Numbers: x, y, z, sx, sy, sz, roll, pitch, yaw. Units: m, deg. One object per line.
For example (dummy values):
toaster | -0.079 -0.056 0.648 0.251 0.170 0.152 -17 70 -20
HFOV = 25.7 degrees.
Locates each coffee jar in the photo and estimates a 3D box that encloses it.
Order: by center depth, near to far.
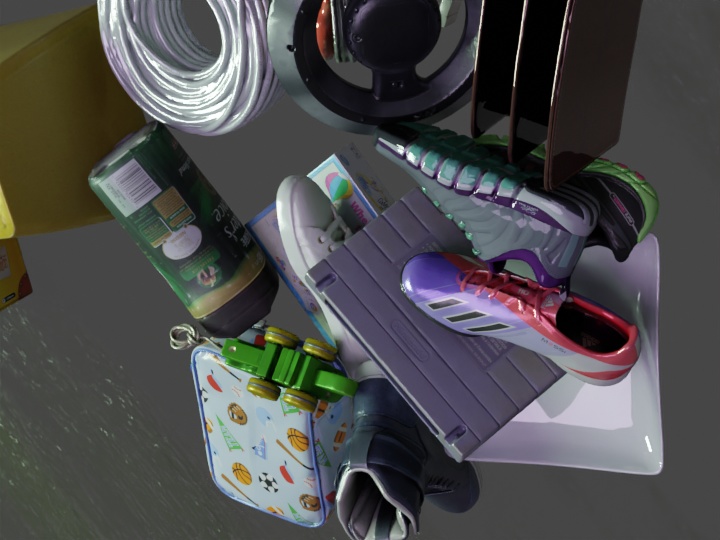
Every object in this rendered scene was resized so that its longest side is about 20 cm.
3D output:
coffee jar | -0.156 -0.034 1.437 0.085 0.104 0.200 -35 106 5

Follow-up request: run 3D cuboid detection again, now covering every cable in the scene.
cable | -0.032 -0.240 1.256 0.050 0.097 0.200 -11 145 -4
cable | -0.143 -0.219 1.376 0.199 0.069 0.201 8 118 36

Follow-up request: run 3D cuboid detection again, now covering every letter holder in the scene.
letter holder | 0.137 -0.178 1.175 0.100 0.142 0.201 19 121 24

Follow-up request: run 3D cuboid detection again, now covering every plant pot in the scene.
plant pot | -0.333 -0.119 1.483 0.199 0.176 0.201 -5 109 33

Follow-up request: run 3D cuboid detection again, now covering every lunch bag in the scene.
lunch bag | -0.085 0.141 1.501 0.160 0.076 0.201 18 129 29

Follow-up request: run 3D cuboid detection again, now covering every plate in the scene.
plate | 0.160 0.064 1.321 0.199 0.032 0.201 1 99 28

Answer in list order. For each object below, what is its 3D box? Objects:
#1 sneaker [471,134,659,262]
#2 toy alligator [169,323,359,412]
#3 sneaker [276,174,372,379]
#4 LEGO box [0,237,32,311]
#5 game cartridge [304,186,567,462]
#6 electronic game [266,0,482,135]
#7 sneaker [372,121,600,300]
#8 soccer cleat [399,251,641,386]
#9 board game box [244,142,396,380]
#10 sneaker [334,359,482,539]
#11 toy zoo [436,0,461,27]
sneaker | 0.136 -0.054 1.263 0.199 0.084 0.077 12 160 29
toy alligator | -0.078 0.084 1.392 0.199 0.054 0.060 14 77 31
sneaker | 0.000 0.000 1.355 0.084 0.073 0.201 -12 117 33
LEGO box | -0.439 -0.008 1.589 0.077 0.200 0.150 -1 111 32
game cartridge | 0.065 0.041 1.292 0.200 0.129 0.038 50 162 13
electronic game | 0.024 -0.194 1.241 0.199 0.042 0.201 -6 127 -8
sneaker | 0.085 -0.048 1.225 0.199 0.074 0.088 27 115 29
soccer cleat | 0.127 0.028 1.243 0.199 0.068 0.073 24 159 5
board game box | 0.001 0.004 1.418 0.134 0.034 0.200 -34 91 39
sneaker | 0.043 0.194 1.375 0.077 0.147 0.202 -16 134 25
toy zoo | 0.039 -0.286 1.264 0.131 0.020 0.201 32 125 17
